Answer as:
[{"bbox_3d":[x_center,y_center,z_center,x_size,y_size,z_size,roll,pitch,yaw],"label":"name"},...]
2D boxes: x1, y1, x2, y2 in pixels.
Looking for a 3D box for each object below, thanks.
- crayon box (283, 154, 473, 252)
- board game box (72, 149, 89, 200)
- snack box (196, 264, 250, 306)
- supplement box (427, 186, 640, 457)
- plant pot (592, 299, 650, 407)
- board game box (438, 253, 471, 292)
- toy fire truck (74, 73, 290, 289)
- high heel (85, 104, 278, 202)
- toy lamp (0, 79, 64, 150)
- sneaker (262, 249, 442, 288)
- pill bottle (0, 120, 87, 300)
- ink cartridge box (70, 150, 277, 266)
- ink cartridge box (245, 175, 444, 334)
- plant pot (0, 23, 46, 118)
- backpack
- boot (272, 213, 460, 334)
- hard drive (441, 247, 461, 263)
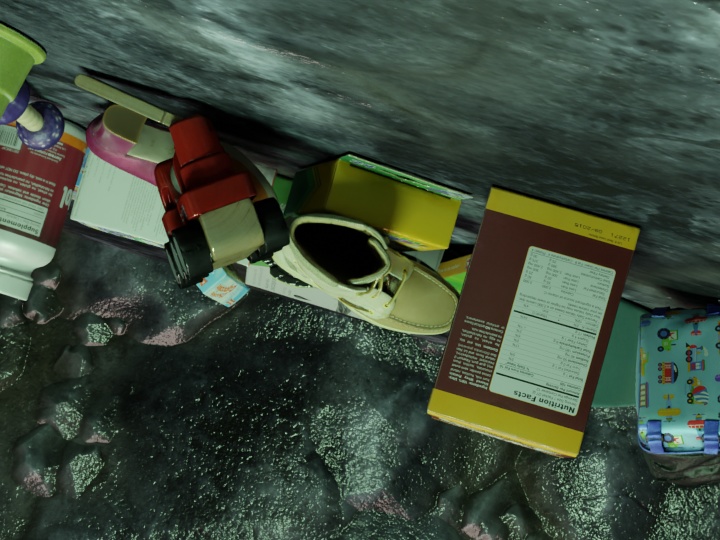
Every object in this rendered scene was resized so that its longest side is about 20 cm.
[{"bbox_3d":[0.012,-0.060,1.461,0.125,0.052,0.200,18,174,-14],"label":"crayon box"},{"bbox_3d":[-0.303,-0.108,1.915,0.199,0.056,0.196,18,175,-15],"label":"board game box"},{"bbox_3d":[-0.205,-0.053,1.713,0.200,0.037,0.116,52,-178,13],"label":"snack box"},{"bbox_3d":[0.151,0.053,1.385,0.132,0.201,0.197,16,175,6],"label":"supplement box"},{"bbox_3d":[0.260,0.091,1.832,0.199,0.142,0.141,11,177,-22],"label":"plant pot"},{"bbox_3d":[0.124,0.016,1.769,0.095,0.030,0.200,20,156,-32],"label":"board game box"},{"bbox_3d":[-0.163,-0.091,1.384,0.128,0.201,0.176,-19,179,-11],"label":"toy fire truck"},{"bbox_3d":[-0.178,-0.097,1.528,0.199,0.068,0.096,23,163,-15],"label":"high heel"},{"bbox_3d":[-0.333,-0.158,1.496,0.058,0.059,0.200,16,176,5],"label":"toy lamp"},{"bbox_3d":[0.000,0.000,1.552,0.199,0.074,0.081,23,-174,1],"label":"sneaker"},{"bbox_3d":[-0.381,-0.075,1.714,0.112,0.201,0.113,17,175,1],"label":"pill bottle"},{"bbox_3d":[-0.188,-0.076,1.595,0.199,0.110,0.050,16,175,11],"label":"ink cartridge box"},{"bbox_3d":[-0.017,-0.015,1.676,0.199,0.085,0.146,17,159,0],"label":"ink cartridge box"},{"bbox_3d":[-0.388,-0.124,1.292,0.199,0.191,0.200,17,175,2],"label":"plant pot"},{"bbox_3d":[0.387,0.124,1.563,0.199,0.183,0.135,-1,151,22],"label":"backpack"},{"bbox_3d":[0.015,0.004,1.428,0.199,0.072,0.155,25,174,-8],"label":"boot"},{"bbox_3d":[0.074,-0.008,1.895,0.139,0.033,0.200,15,174,23],"label":"hard drive"}]
